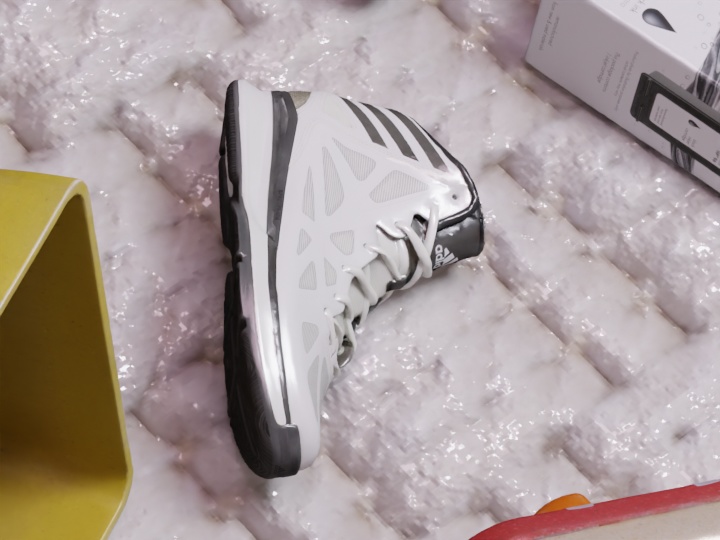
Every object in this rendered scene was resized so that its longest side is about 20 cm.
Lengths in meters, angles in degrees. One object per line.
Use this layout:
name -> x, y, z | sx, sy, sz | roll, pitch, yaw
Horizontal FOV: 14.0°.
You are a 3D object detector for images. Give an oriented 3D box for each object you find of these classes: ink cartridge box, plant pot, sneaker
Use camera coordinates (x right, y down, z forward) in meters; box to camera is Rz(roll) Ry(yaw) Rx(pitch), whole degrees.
ink cartridge box -> 0.192, -0.095, 1.355 | 0.200, 0.068, 0.116 | 35, 57, 14
plant pot -> -0.214, 0.075, 1.095 | 0.176, 0.200, 0.200 | 16, 53, 15
sneaker -> 0.000, 0.000, 1.247 | 0.115, 0.076, 0.201 | 2, 52, -7

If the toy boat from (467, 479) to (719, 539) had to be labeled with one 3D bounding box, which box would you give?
toy boat -> 0.106, 0.133, 1.163 | 0.200, 0.131, 0.131 | -9, 28, -16
